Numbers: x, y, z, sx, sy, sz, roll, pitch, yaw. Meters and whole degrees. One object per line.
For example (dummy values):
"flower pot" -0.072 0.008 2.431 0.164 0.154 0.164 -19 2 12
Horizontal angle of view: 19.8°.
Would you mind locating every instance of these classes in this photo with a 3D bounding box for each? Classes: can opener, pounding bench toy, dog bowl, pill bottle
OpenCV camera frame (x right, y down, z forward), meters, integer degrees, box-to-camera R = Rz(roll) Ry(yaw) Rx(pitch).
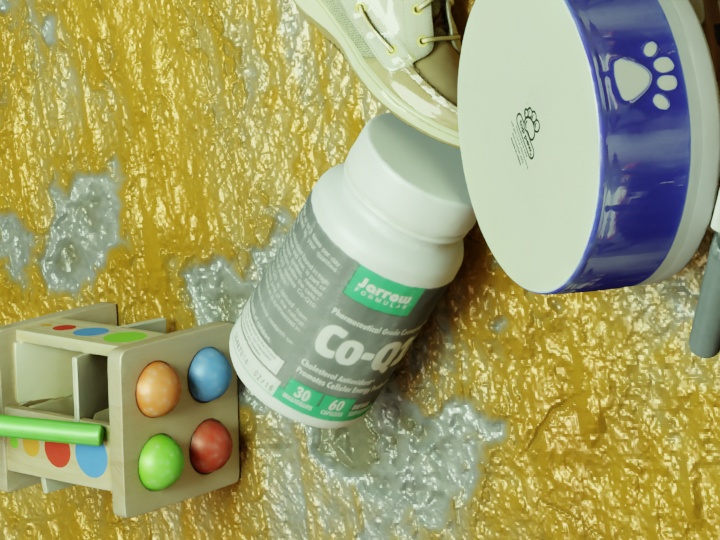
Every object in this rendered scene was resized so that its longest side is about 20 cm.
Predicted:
"can opener" 0.221 0.000 1.186 0.052 0.067 0.200 17 151 11
"pounding bench toy" -0.200 0.108 1.508 0.155 0.200 0.125 7 103 37
"dog bowl" 0.132 -0.087 1.230 0.200 0.078 0.201 172 90 -70
"pill bottle" 0.000 0.000 1.386 0.113 0.113 0.200 45 124 22

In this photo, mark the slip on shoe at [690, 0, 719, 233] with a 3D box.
"slip on shoe" 0.203 -0.121 1.231 0.060 0.076 0.201 -4 97 52

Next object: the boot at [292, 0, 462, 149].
"boot" 0.050 -0.190 1.339 0.200 0.072 0.155 48 121 21
